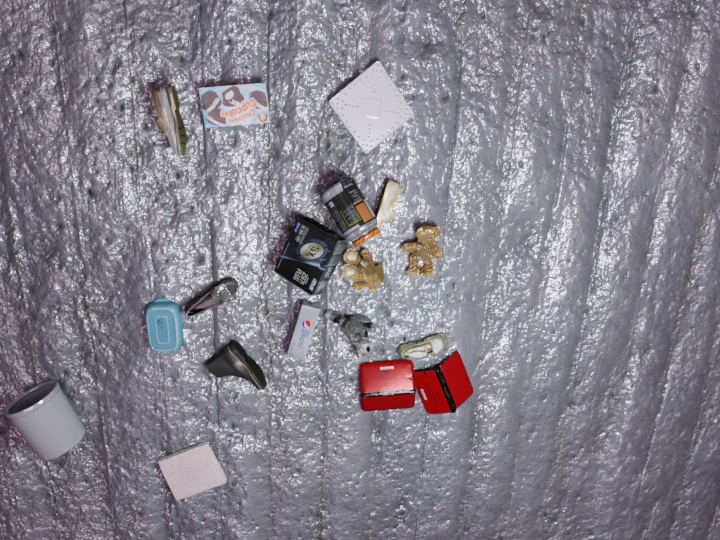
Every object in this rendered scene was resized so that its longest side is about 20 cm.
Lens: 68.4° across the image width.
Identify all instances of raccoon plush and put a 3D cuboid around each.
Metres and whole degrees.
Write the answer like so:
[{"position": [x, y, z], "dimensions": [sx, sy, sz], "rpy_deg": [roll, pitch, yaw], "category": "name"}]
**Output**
[{"position": [-0.038, 0.223, 1.873], "dimensions": [0.198, 0.097, 0.135], "rpy_deg": [25, 119, 15], "category": "raccoon plush"}]

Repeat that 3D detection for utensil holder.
[{"position": [-1.035, 0.497, 1.755], "dimensions": [0.168, 0.170, 0.202], "rpy_deg": [-21, 111, -1], "category": "utensil holder"}]

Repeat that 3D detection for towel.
[{"position": [-0.622, 0.743, 1.962], "dimensions": [0.198, 0.032, 0.193], "rpy_deg": [-18, 108, -3], "category": "towel"}]

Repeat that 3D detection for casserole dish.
[{"position": [-0.662, 0.193, 1.779], "dimensions": [0.120, 0.039, 0.202], "rpy_deg": [-2, 107, -8], "category": "casserole dish"}]

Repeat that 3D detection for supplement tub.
[{"position": [-0.027, -0.181, 1.682], "dimensions": [0.122, 0.123, 0.201], "rpy_deg": [-30, 92, 2], "category": "supplement tub"}]

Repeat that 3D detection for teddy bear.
[{"position": [0.000, 0.000, 1.756], "dimensions": [0.066, 0.199, 0.147], "rpy_deg": [-13, 83, 33], "category": "teddy bear"}, {"position": [0.213, -0.064, 1.815], "dimensions": [0.143, 0.067, 0.202], "rpy_deg": [-10, 115, 5], "category": "teddy bear"}]

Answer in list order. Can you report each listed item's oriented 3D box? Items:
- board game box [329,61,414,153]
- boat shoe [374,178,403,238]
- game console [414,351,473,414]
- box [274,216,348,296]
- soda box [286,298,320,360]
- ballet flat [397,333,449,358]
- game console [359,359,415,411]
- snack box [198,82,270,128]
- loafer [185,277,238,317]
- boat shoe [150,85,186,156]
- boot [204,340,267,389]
[{"position": [0.035, -0.508, 1.661], "dimensions": [0.199, 0.026, 0.200], "rpy_deg": [-38, 108, 4], "category": "board game box"}, {"position": [0.089, -0.195, 1.743], "dimensions": [0.068, 0.074, 0.202], "rpy_deg": [16, 104, -7], "category": "boat shoe"}, {"position": [0.310, 0.425, 2.001], "dimensions": [0.171, 0.119, 0.202], "rpy_deg": [-13, 112, 29], "category": "game console"}, {"position": [-0.160, -0.047, 1.713], "dimensions": [0.163, 0.086, 0.201], "rpy_deg": [32, 103, 16], "category": "box"}, {"position": [-0.198, 0.206, 1.835], "dimensions": [0.068, 0.064, 0.202], "rpy_deg": [15, 105, -11], "category": "soda box"}, {"position": [0.234, 0.282, 1.914], "dimensions": [0.198, 0.075, 0.069], "rpy_deg": [-14, 108, -4], "category": "ballet flat"}, {"position": [0.099, 0.426, 1.957], "dimensions": [0.198, 0.119, 0.174], "rpy_deg": [-4, 77, -2], "category": "game console"}, {"position": [-0.377, -0.498, 1.600], "dimensions": [0.198, 0.037, 0.117], "rpy_deg": [-7, 109, -6], "category": "snack box"}, {"position": [-0.492, 0.097, 1.759], "dimensions": [0.199, 0.063, 0.072], "rpy_deg": [-31, 109, 3], "category": "loafer"}, {"position": [-0.569, -0.441, 1.578], "dimensions": [0.068, 0.075, 0.202], "rpy_deg": [-7, 101, 0], "category": "boat shoe"}, {"position": [-0.434, 0.359, 1.852], "dimensions": [0.138, 0.077, 0.201], "rpy_deg": [-35, 96, 8], "category": "boot"}]
